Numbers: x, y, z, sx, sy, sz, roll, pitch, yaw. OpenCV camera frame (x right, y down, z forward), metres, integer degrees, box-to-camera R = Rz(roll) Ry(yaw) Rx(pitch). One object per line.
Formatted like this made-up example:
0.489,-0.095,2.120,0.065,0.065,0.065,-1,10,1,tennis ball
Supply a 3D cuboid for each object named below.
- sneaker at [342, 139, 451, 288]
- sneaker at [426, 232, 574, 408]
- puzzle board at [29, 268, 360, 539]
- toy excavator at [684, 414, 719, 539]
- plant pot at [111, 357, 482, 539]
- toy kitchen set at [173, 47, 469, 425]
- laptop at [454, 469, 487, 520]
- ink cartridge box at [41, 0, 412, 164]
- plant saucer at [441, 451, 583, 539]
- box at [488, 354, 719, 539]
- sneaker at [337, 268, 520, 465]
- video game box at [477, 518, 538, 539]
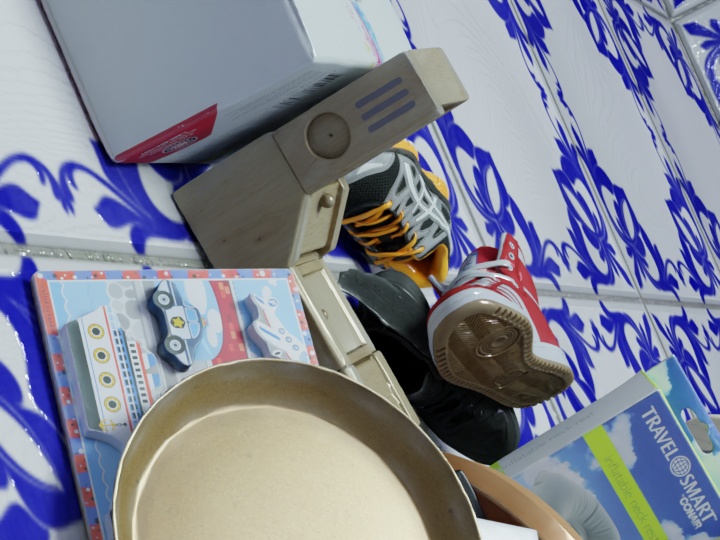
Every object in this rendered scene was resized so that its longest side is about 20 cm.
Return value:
0.020,-0.042,1.566,0.200,0.078,0.077,24,52,-61,sneaker
0.079,0.020,1.476,0.200,0.071,0.113,39,25,-63,sneaker
-0.077,0.086,1.099,0.151,0.017,0.200,0,60,-31,puzzle board
0.219,0.222,1.549,0.100,0.200,0.195,12,55,-68,toy excavator
-0.032,0.137,1.063,0.200,0.027,0.200,15,53,-21,plant pot
0.000,0.000,1.286,0.200,0.180,0.163,60,20,2,toy kitchen set
0.019,0.222,1.168,0.177,0.200,0.103,66,-18,4,laptop
-0.080,-0.157,1.336,0.145,0.145,0.200,66,18,6,ink cartridge box
0.095,0.188,1.320,0.032,0.200,0.200,-41,109,-26,plant saucer
0.160,0.160,1.474,0.122,0.200,0.048,58,1,-17,box
0.039,0.073,1.493,0.200,0.060,0.104,54,19,-13,sneaker
0.019,0.215,1.117,0.182,0.047,0.200,13,54,-27,video game box
